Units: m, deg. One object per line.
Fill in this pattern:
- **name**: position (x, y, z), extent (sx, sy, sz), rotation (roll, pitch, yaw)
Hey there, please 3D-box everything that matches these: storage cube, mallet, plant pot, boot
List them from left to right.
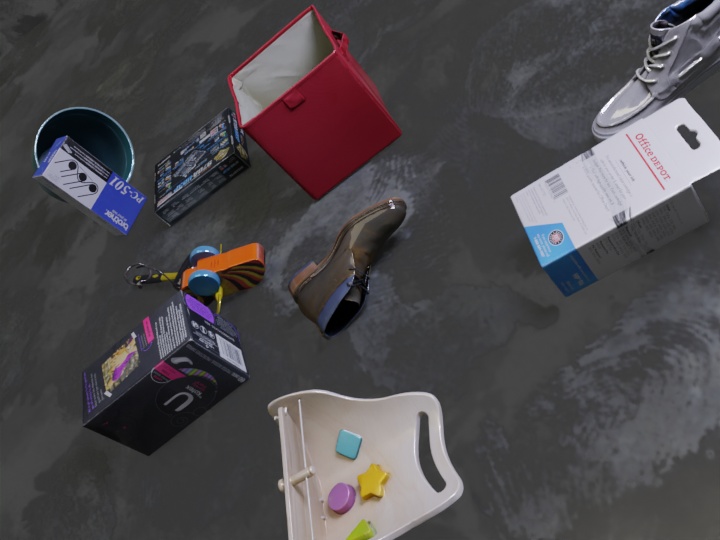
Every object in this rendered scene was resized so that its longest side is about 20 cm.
- **plant pot**: position (-0.617, -0.230, 1.584), extent (0.188, 0.200, 0.200), rotation (-10, 51, 56)
- **mallet**: position (-0.334, 0.020, 1.241), extent (0.200, 0.041, 0.066), rotation (-12, 48, 40)
- **storage cube**: position (-0.069, -0.253, 1.113), extent (0.200, 0.180, 0.171), rotation (-35, 41, 13)
- **boot**: position (0.000, 0.000, 0.943), extent (0.200, 0.075, 0.097), rotation (-43, 51, 16)
- **boot**: position (0.329, -0.232, 0.807), extent (0.200, 0.096, 0.074), rotation (-40, 40, 8)

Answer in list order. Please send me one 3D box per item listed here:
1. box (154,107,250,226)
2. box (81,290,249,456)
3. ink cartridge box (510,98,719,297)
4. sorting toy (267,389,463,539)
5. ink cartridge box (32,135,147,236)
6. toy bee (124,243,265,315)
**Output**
- **box**: position (-0.303, -0.198, 1.377), extent (0.200, 0.046, 0.159), rotation (-34, 42, 16)
- **box**: position (-0.272, 0.145, 1.014), extent (0.200, 0.122, 0.106), rotation (-38, 42, 11)
- **ink cartridge box**: position (0.271, -0.074, 0.754), extent (0.200, 0.068, 0.116), rotation (-31, 43, 19)
- **sorting toy**: position (0.010, 0.207, 0.742), extent (0.180, 0.107, 0.200), rotation (-25, 44, 14)
- **ink cartridge box**: position (-0.520, -0.160, 1.418), extent (0.044, 0.200, 0.094), rotation (-1, 58, 41)
- **toy bee**: position (-0.235, 0.014, 1.121), extent (0.200, 0.109, 0.131), rotation (6, 51, 16)
